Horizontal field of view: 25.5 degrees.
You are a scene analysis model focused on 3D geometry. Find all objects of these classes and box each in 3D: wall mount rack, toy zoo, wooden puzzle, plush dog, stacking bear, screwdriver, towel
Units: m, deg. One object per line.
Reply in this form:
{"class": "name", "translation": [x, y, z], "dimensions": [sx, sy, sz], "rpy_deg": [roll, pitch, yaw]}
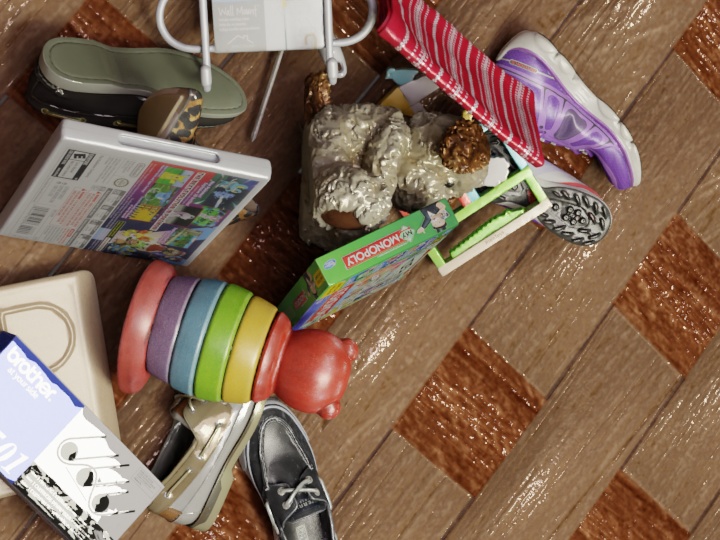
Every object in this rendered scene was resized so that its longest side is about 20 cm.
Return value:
{"class": "wall mount rack", "translation": [-0.083, -0.248, 1.389], "dimensions": [0.199, 0.075, 0.175], "rpy_deg": [-3, 108, -3]}
{"class": "toy zoo", "translation": [0.080, -0.111, 1.539], "dimensions": [0.131, 0.020, 0.200], "rpy_deg": [-33, 102, 6]}
{"class": "wooden puzzle", "translation": [-0.319, 0.106, 1.409], "dimensions": [0.199, 0.046, 0.186], "rpy_deg": [-13, 102, -27]}
{"class": "plush dog", "translation": [0.034, -0.102, 1.456], "dimensions": [0.171, 0.200, 0.161], "rpy_deg": [0, 80, -7]}
{"class": "stacking bear", "translation": [-0.105, 0.071, 1.409], "dimensions": [0.199, 0.114, 0.122], "rpy_deg": [16, 74, 3]}
{"class": "screwdriver", "translation": [-0.067, -0.215, 1.489], "dimensions": [0.029, 0.028, 0.201], "rpy_deg": [13, 88, 4]}
{"class": "towel", "translation": [0.091, -0.187, 1.447], "dimensions": [0.200, 0.145, 0.022], "rpy_deg": [38, 114, -18]}

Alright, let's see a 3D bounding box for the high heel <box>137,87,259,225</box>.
{"class": "high heel", "translation": [-0.129, -0.101, 1.395], "dimensions": [0.142, 0.200, 0.072], "rpy_deg": [10, 63, -22]}

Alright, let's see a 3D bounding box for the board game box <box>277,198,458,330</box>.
{"class": "board game box", "translation": [0.000, 0.000, 1.455], "dimensions": [0.134, 0.200, 0.029], "rpy_deg": [-27, 83, -19]}

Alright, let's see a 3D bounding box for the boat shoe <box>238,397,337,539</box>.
{"class": "boat shoe", "translation": [-0.063, 0.219, 1.521], "dimensions": [0.071, 0.068, 0.201], "rpy_deg": [-17, 103, -22]}

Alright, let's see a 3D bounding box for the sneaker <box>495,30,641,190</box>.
{"class": "sneaker", "translation": [0.206, -0.151, 1.608], "dimensions": [0.083, 0.081, 0.200], "rpy_deg": [-44, 105, 4]}

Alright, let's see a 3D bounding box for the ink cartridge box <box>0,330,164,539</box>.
{"class": "ink cartridge box", "translation": [-0.272, 0.156, 1.389], "dimensions": [0.094, 0.044, 0.200], "rpy_deg": [-47, 114, -18]}

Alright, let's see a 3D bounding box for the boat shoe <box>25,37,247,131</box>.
{"class": "boat shoe", "translation": [-0.200, -0.159, 1.422], "dimensions": [0.200, 0.061, 0.072], "rpy_deg": [8, 50, -32]}

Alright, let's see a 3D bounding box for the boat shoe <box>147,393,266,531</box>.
{"class": "boat shoe", "translation": [-0.141, 0.139, 1.474], "dimensions": [0.068, 0.075, 0.201], "rpy_deg": [21, 85, -26]}

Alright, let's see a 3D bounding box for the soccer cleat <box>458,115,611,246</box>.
{"class": "soccer cleat", "translation": [0.160, -0.092, 1.595], "dimensions": [0.199, 0.073, 0.068], "rpy_deg": [29, 103, -7]}

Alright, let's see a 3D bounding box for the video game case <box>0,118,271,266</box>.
{"class": "video game case", "translation": [-0.198, -0.063, 1.365], "dimensions": [0.181, 0.200, 0.023], "rpy_deg": [10, 64, -25]}

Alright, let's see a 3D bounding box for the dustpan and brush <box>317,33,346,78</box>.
{"class": "dustpan and brush", "translation": [-0.061, -0.271, 1.457], "dimensions": [0.139, 0.057, 0.201], "rpy_deg": [-26, 79, -5]}
